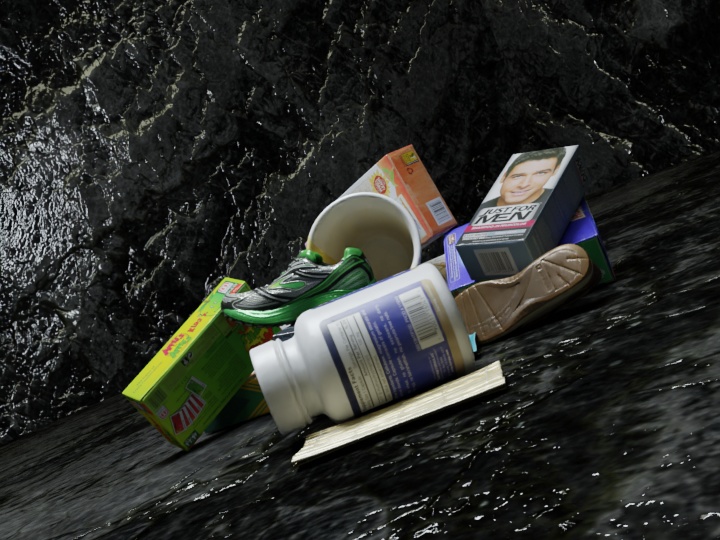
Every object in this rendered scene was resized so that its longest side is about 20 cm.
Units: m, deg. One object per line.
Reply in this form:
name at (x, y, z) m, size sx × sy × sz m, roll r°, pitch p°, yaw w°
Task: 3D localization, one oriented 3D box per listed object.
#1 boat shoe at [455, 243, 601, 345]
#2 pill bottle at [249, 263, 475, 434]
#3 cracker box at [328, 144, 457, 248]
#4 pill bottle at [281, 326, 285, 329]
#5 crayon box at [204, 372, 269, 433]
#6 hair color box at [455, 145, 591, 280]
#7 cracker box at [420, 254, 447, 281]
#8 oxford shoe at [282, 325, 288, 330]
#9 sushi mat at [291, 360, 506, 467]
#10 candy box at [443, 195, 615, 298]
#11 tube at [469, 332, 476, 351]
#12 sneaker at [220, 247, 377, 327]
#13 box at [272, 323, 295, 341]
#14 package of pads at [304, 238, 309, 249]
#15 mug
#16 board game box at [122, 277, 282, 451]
boat shoe at (0.186, 0.039, 1.097) m, size 0.200 × 0.072 × 0.072 m, roll -32°, pitch -33°, yaw 22°
pill bottle at (0.000, 0.082, 0.928) m, size 0.200 × 0.120 × 0.120 m, roll -21°, pitch 2°, yaw -4°
cracker box at (0.041, -0.080, 1.401) m, size 0.058 × 0.134 × 0.200 m, roll -26°, pitch -6°, yaw -35°
pill bottle at (-0.212, 0.140, 1.546) m, size 0.200 × 0.120 × 0.120 m, roll -24°, pitch 3°, yaw -43°
crayon box at (-0.109, 0.152, 1.271) m, size 0.200 × 0.052 × 0.126 m, roll -22°, pitch 2°, yaw 21°
hair color box at (0.209, -0.074, 1.194) m, size 0.099 × 0.061 × 0.200 m, roll -4°, pitch 37°, yaw 38°
cracker box at (0.113, 0.031, 1.415) m, size 0.200 × 0.058 × 0.134 m, roll -22°, pitch 17°, yaw -20°
oxford shoe at (-0.089, 0.103, 1.370) m, size 0.075 × 0.058 × 0.200 m, roll -10°, pitch -20°, yaw -3°
sushi mat at (0.036, 0.128, 0.845) m, size 0.200 × 0.012 × 0.096 m, roll -21°, pitch 2°, yaw 5°
candy box at (0.217, -0.021, 1.248) m, size 0.200 × 0.077 × 0.169 m, roll -23°, pitch 26°, yaw 15°
tube at (0.034, 0.108, 1.058) m, size 0.200 × 0.050 × 0.077 m, roll -16°, pitch 14°, yaw 10°
sneaker at (-0.077, 0.021, 1.152) m, size 0.200 × 0.085 × 0.078 m, roll -12°, pitch 0°, yaw 12°
box at (-0.008, 0.073, 1.096) m, size 0.160 × 0.044 × 0.200 m, roll -12°, pitch 0°, yaw 3°
package of pads at (0.003, 0.017, 1.512) m, size 0.120 × 0.200 × 0.076 m, roll -22°, pitch -6°, yaw -24°
mug at (0.001, -0.010, 1.281) m, size 0.186 × 0.150 × 0.153 m, roll -26°, pitch -11°, yaw 7°
board game box at (-0.195, 0.116, 1.199) m, size 0.048 × 0.102 × 0.200 m, roll 10°, pitch 53°, yaw 47°
